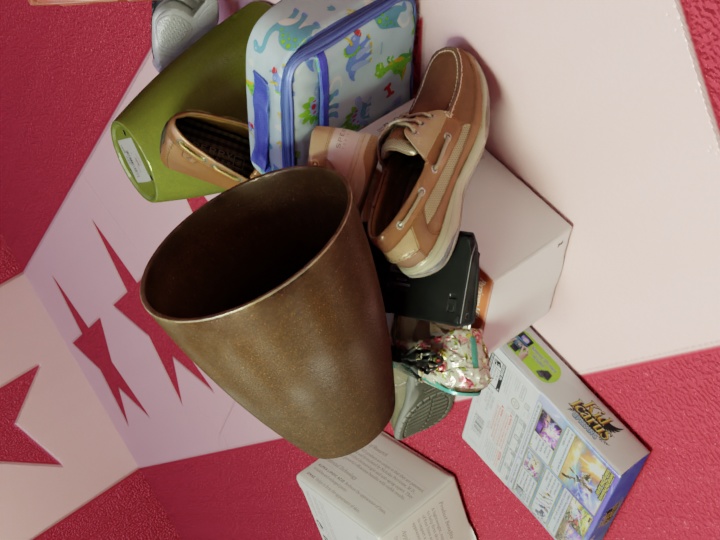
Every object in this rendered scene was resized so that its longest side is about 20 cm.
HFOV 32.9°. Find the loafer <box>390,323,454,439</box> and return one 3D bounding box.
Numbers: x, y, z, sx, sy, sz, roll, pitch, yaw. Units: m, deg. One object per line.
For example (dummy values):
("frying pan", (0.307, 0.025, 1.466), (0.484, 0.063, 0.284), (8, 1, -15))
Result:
("loafer", (0.063, 0.117, 1.370), (0.070, 0.074, 0.201), (57, 154, 32))

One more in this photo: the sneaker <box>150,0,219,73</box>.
("sneaker", (-0.206, -0.322, 1.335), (0.114, 0.075, 0.202), (47, 133, 37))

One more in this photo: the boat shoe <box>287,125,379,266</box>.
("boat shoe", (-0.038, -0.044, 1.078), (0.068, 0.074, 0.202), (21, 125, 1))

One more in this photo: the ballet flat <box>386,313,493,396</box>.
("ballet flat", (0.053, 0.063, 1.103), (0.199, 0.075, 0.065), (12, 100, 55))

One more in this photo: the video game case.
("video game case", (0.186, 0.172, 1.210), (0.182, 0.045, 0.201), (48, 154, 25))

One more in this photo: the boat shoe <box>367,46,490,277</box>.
("boat shoe", (0.053, -0.098, 1.001), (0.071, 0.203, 0.075), (26, 156, -35))

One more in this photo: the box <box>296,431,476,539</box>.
("box", (0.043, 0.341, 1.578), (0.199, 0.130, 0.201), (24, 139, 53))

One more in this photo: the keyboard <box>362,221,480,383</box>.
("keyboard", (0.037, 0.025, 1.056), (0.199, 0.020, 0.129), (10, 90, 59))

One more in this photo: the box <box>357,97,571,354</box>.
("box", (0.081, -0.040, 1.106), (0.200, 0.097, 0.125), (45, 153, 27))

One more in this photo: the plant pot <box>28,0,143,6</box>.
("plant pot", (-0.263, -0.364, 1.200), (0.200, 0.198, 0.199), (17, 113, 56))

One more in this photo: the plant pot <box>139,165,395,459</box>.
("plant pot", (-0.052, 0.051, 0.999), (0.186, 0.186, 0.201), (23, 148, 52))

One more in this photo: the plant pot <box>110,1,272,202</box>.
("plant pot", (-0.157, -0.157, 1.299), (0.187, 0.199, 0.188), (45, 153, 30))

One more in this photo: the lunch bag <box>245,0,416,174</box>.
("lunch bag", (-0.028, -0.161, 1.097), (0.082, 0.160, 0.201), (43, 151, 27))

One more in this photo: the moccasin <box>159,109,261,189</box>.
("moccasin", (-0.096, -0.113, 1.201), (0.199, 0.075, 0.078), (21, 157, -15))
